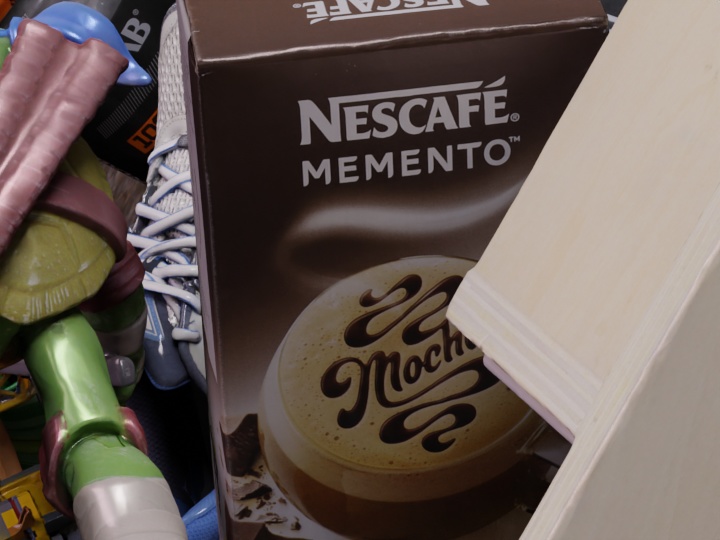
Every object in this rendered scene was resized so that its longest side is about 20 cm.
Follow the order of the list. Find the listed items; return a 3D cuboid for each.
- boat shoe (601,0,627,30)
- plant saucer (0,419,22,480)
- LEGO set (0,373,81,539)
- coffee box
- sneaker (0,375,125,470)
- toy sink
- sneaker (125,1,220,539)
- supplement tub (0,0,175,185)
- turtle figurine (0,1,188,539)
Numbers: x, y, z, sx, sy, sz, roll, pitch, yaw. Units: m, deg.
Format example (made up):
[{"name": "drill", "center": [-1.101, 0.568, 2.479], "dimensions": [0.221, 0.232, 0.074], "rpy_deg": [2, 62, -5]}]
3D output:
[{"name": "boat shoe", "center": [0.096, -0.071, 0.878], "dimensions": [0.071, 0.072, 0.200], "rpy_deg": [-41, 23, -6]}, {"name": "plant saucer", "center": [-0.187, 0.119, 1.174], "dimensions": [0.200, 0.037, 0.202], "rpy_deg": [27, 122, 54]}, {"name": "LEGO set", "center": [-0.095, 0.099, 0.983], "dimensions": [0.115, 0.201, 0.154], "rpy_deg": [-23, 40, -10]}, {"name": "coffee box", "center": [0.010, 0.005, 0.778], "dimensions": [0.080, 0.112, 0.201], "rpy_deg": [-105, 10, -58]}, {"name": "sneaker", "center": [-0.143, 0.052, 1.193], "dimensions": [0.200, 0.083, 0.074], "rpy_deg": [-47, 29, 33]}, {"name": "toy sink", "center": [0.109, 0.014, 0.680], "dimensions": [0.201, 0.130, 0.112], "rpy_deg": [-62, 24, 6]}, {"name": "sneaker", "center": [-0.049, 0.006, 0.901], "dimensions": [0.077, 0.085, 0.202], "rpy_deg": [-1, 97, 49]}, {"name": "supplement tub", "center": [-0.064, -0.091, 1.037], "dimensions": [0.123, 0.199, 0.123], "rpy_deg": [-45, 31, 36]}, {"name": "turtle figurine", "center": [-0.126, 0.035, 0.810], "dimensions": [0.199, 0.144, 0.195], "rpy_deg": [-28, 49, 13]}]
